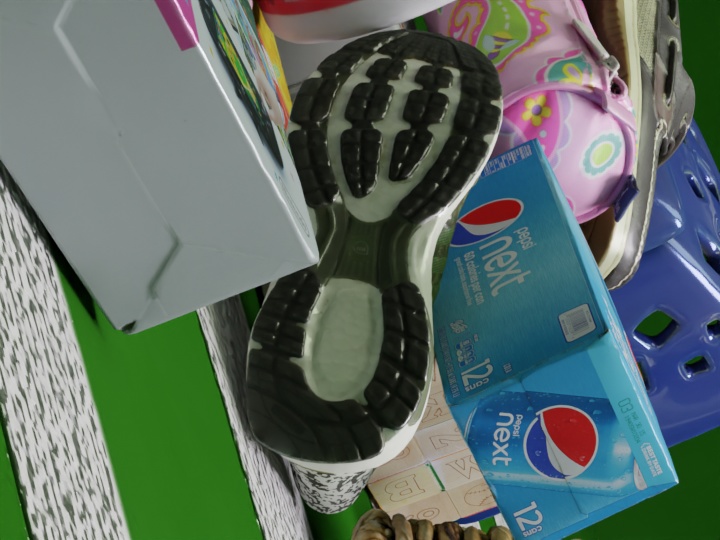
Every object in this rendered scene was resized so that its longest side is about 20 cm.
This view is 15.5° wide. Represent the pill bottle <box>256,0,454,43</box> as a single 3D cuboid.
[{"bbox_3d":[-0.016,-0.200,1.008,0.120,0.119,0.201,-94,162,-71],"label":"pill bottle"}]

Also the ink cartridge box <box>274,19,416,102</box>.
[{"bbox_3d":[-0.030,-0.140,1.191,0.145,0.084,0.201,56,17,-68],"label":"ink cartridge box"}]

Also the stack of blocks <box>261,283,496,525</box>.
[{"bbox_3d":[0.005,0.015,1.126,0.200,0.058,0.116,62,10,-56],"label":"stack of blocks"}]

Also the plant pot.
[{"bbox_3d":[0.081,-0.020,1.341,0.180,0.199,0.201,53,18,-50],"label":"plant pot"}]

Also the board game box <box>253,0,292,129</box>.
[{"bbox_3d":[-0.065,-0.114,1.011,0.135,0.034,0.201,63,10,-52],"label":"board game box"}]

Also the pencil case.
[{"bbox_3d":[0.067,-0.106,1.159,0.201,0.087,0.088,-102,171,-48],"label":"pencil case"}]

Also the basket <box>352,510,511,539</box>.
[{"bbox_3d":[0.060,0.200,0.934,0.201,0.148,0.144,-102,-156,-53],"label":"basket"}]

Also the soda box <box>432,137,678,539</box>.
[{"bbox_3d":[0.064,0.022,1.000,0.200,0.064,0.068,-98,161,-67],"label":"soda box"}]

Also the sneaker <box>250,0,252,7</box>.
[{"bbox_3d":[-0.078,-0.140,0.895,0.082,0.070,0.201,87,-6,-50],"label":"sneaker"}]

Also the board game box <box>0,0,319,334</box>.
[{"bbox_3d":[-0.079,-0.107,0.716,0.148,0.064,0.201,64,8,-52],"label":"board game box"}]

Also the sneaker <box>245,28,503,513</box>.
[{"bbox_3d":[0.000,0.000,0.961,0.089,0.076,0.201,98,8,-57],"label":"sneaker"}]

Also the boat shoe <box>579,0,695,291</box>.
[{"bbox_3d":[0.121,-0.076,1.204,0.066,0.072,0.202,21,52,-27],"label":"boat shoe"}]
